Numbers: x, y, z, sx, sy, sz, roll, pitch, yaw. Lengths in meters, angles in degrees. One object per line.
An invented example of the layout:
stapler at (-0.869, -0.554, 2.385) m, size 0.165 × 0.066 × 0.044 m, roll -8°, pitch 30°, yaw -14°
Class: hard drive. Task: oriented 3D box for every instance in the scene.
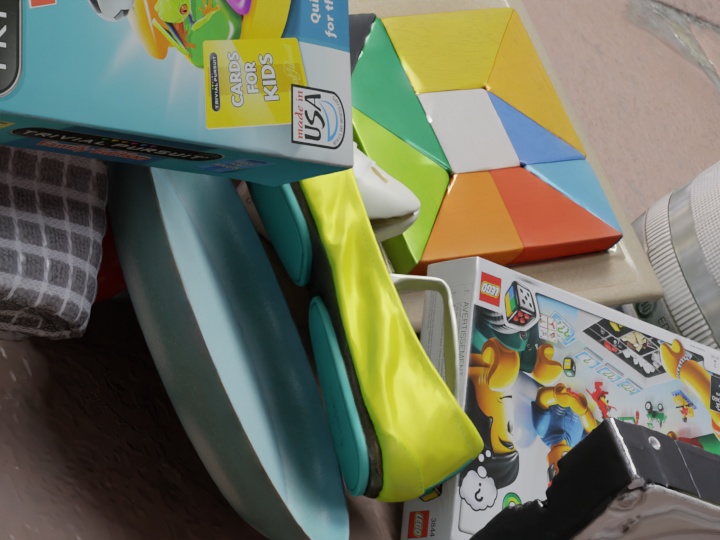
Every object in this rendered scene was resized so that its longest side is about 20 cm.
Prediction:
hard drive at (0.126, 0.136, 1.033) m, size 0.200 × 0.140 × 0.038 m, roll 21°, pitch 36°, yaw -41°

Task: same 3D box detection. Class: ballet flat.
ballet flat at (0.000, 0.000, 1.055) m, size 0.067 × 0.067 × 0.200 m, roll -15°, pitch 73°, yaw -14°

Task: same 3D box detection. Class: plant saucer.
plant saucer at (-0.055, 0.022, 0.980) m, size 0.200 × 0.027 × 0.201 m, roll -23°, pitch 90°, yaw -83°

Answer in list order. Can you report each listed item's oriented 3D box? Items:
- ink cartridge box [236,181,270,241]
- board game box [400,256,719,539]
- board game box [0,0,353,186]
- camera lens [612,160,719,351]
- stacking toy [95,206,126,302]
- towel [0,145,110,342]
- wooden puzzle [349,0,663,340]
ink cartridge box at (0.043, -0.049, 1.219) m, size 0.161 × 0.050 × 0.200 m, roll 40°, pitch 46°, yaw -9°
board game box at (0.103, 0.081, 1.129) m, size 0.200 × 0.035 × 0.127 m, roll 20°, pitch 69°, yaw -41°
board game box at (-0.088, -0.116, 0.868) m, size 0.200 × 0.047 × 0.151 m, roll 6°, pitch 78°, yaw -46°
camera lens at (0.234, 0.006, 1.279) m, size 0.160 × 0.200 × 0.160 m, roll 43°, pitch 27°, yaw -28°
stacking toy at (-0.163, -0.062, 0.982) m, size 0.200 × 0.085 × 0.085 m, roll 45°, pitch 25°, yaw -17°
towel at (-0.172, -0.069, 0.863) m, size 0.200 × 0.085 × 0.166 m, roll 14°, pitch 76°, yaw -44°
wooden puzzle at (0.045, -0.061, 1.172) m, size 0.200 × 0.037 × 0.185 m, roll -6°, pitch 64°, yaw -43°
